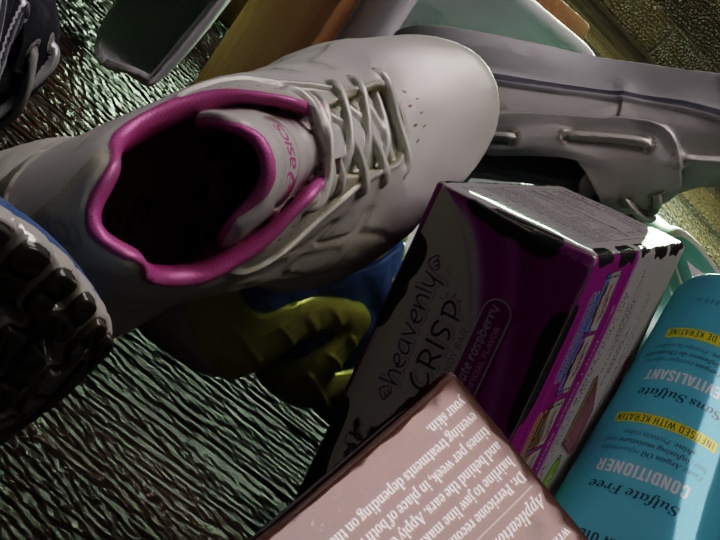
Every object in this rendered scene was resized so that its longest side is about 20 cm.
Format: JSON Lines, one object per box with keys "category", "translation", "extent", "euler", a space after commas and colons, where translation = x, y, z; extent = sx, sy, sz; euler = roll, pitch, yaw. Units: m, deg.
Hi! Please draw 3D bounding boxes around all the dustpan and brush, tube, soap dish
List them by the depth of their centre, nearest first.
{"category": "tube", "translation": [0.102, 0.086, 0.753], "extent": [0.201, 0.077, 0.051], "euler": [-57, 150, -38]}
{"category": "dustpan and brush", "translation": [-0.078, -0.139, 0.918], "extent": [0.057, 0.140, 0.200], "euler": [38, -8, -6]}
{"category": "soap dish", "translation": [0.015, -0.086, 0.965], "extent": [0.081, 0.158, 0.200], "euler": [38, 7, 30]}

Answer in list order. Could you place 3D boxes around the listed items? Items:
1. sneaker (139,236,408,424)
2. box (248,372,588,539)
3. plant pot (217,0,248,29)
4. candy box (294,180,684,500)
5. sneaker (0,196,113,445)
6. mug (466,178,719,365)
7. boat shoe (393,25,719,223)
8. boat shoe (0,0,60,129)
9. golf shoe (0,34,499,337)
{"category": "sneaker", "translation": [0.000, 0.000, 0.762], "extent": [0.076, 0.105, 0.200], "euler": [45, 11, 23]}
{"category": "box", "translation": [0.043, 0.139, 0.541], "extent": [0.200, 0.075, 0.100], "euler": [50, 45, 5]}
{"category": "plant pot", "translation": [-0.066, -0.169, 1.169], "extent": [0.200, 0.027, 0.200], "euler": [45, 15, -15]}
{"category": "candy box", "translation": [0.048, 0.041, 0.737], "extent": [0.061, 0.137, 0.200], "euler": [26, 8, 15]}
{"category": "sneaker", "translation": [-0.136, -0.028, 0.484], "extent": [0.200, 0.078, 0.090], "euler": [39, 20, -37]}
{"category": "mug", "translation": [0.100, 0.032, 0.905], "extent": [0.186, 0.114, 0.152], "euler": [56, 22, -14]}
{"category": "boat shoe", "translation": [0.102, -0.049, 0.850], "extent": [0.198, 0.066, 0.072], "euler": [12, -11, -1]}
{"category": "boat shoe", "translation": [-0.127, -0.077, 0.669], "extent": [0.068, 0.072, 0.200], "euler": [41, 10, -26]}
{"category": "golf shoe", "translation": [-0.023, -0.028, 0.625], "extent": [0.199, 0.091, 0.076], "euler": [-24, 94, -33]}
